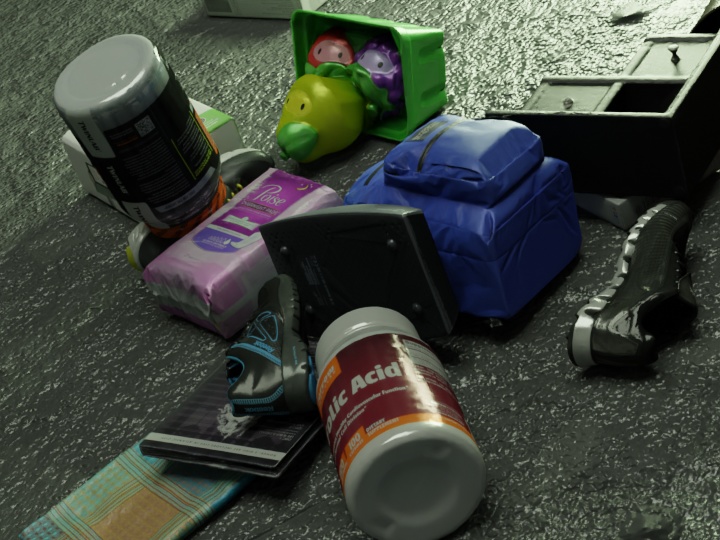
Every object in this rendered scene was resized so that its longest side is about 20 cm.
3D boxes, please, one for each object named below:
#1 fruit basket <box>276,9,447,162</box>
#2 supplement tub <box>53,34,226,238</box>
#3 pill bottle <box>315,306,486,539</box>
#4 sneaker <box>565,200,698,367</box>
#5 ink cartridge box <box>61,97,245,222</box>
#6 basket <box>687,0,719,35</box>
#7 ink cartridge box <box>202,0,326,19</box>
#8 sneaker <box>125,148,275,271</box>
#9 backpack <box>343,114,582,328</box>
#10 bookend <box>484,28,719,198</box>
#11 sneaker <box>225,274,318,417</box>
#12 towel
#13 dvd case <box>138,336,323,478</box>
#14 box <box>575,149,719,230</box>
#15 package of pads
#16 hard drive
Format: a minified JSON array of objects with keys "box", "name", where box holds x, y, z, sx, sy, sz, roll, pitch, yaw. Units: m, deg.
[{"box":[-0.023,-0.218,1.752,0.214,0.156,0.216,-4,22,2],"name":"fruit basket"},{"box":[-0.223,-0.135,1.558,0.122,0.200,0.123,-15,43,14],"name":"supplement tub"},{"box":[0.025,0.121,1.233,0.114,0.115,0.200,-21,32,-1],"name":"pill bottle"},{"box":[0.262,0.016,1.308,0.090,0.067,0.200,11,48,36],"name":"sneaker"},{"box":[-0.248,-0.140,1.802,0.145,0.084,0.200,-34,35,-22],"name":"ink cartridge box"},{"box":[0.441,-0.272,1.575,0.179,0.137,0.200,-9,30,27],"name":"basket"},{"box":[-0.110,-0.434,2.199,0.199,0.045,0.176,11,44,39],"name":"ink cartridge box"},{"box":[-0.161,-0.055,1.653,0.200,0.075,0.084,-43,43,-16],"name":"sneaker"},{"box":[0.088,-0.061,1.424,0.199,0.169,0.162,9,30,40],"name":"backpack"},{"box":[0.263,-0.168,1.486,0.198,0.092,0.200,6,40,35],"name":"bookend"},{"box":[-0.088,0.066,1.367,0.081,0.074,0.200,-12,26,-1],"name":"sneaker"},{"box":[-0.191,0.202,1.323,0.200,0.022,0.146,-38,35,-25],"name":"towel"},{"box":[-0.087,0.118,1.365,0.148,0.016,0.200,4,31,30],"name":"dvd case"},{"box":[0.261,-0.120,1.536,0.144,0.036,0.200,-31,35,-16],"name":"box"},{"box":[-0.115,-0.020,1.559,0.120,0.076,0.200,21,51,43],"name":"package of pads"},{"box":[0.000,0.000,1.390,0.199,0.135,0.042,-3,26,47],"name":"hard drive"}]
